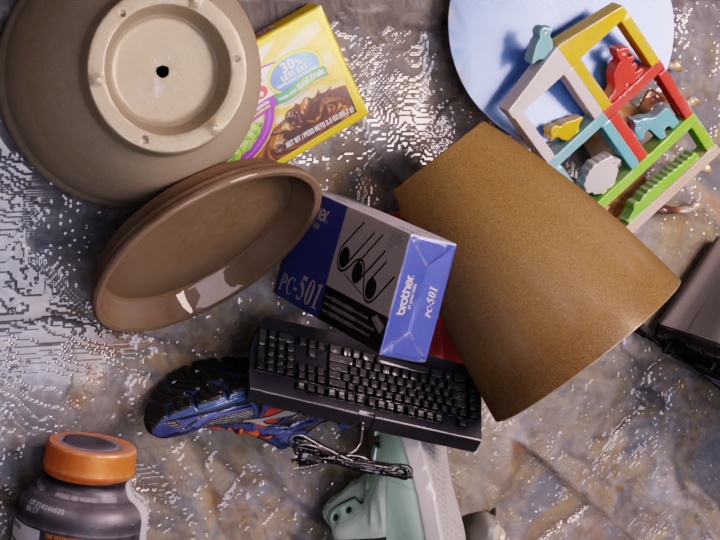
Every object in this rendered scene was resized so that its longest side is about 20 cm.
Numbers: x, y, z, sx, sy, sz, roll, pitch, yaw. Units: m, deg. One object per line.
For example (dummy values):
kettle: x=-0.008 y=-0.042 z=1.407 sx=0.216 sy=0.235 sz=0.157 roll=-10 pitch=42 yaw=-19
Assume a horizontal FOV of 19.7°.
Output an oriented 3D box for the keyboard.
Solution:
keyboard: x=0.004 y=0.109 z=1.651 sx=0.199 sy=0.021 sz=0.127 roll=13 pitch=58 yaw=-16

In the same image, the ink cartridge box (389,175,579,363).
ink cartridge box: x=0.102 y=0.016 z=1.761 sx=0.200 sy=0.050 sz=0.161 roll=-14 pitch=107 yaw=-24

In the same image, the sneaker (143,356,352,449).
sneaker: x=-0.079 y=0.112 z=1.684 sx=0.199 sy=0.075 sz=0.079 roll=-10 pitch=109 yaw=-22

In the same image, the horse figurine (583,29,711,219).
horse figurine: x=0.238 y=-0.105 z=1.794 sx=0.132 sy=0.050 sz=0.201 roll=-18 pitch=109 yaw=-22

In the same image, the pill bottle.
pill bottle: x=-0.222 y=0.230 z=1.623 sx=0.106 sy=0.106 sz=0.201 roll=5 pitch=100 yaw=-26

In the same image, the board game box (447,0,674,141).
board game box: x=0.162 y=-0.205 z=1.740 sx=0.200 sy=0.039 sz=0.158 roll=-31 pitch=99 yaw=-13

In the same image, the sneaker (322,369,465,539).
sneaker: x=0.012 y=0.159 z=1.731 sx=0.074 sy=0.118 sz=0.201 roll=9 pitch=70 yaw=-63

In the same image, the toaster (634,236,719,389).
toaster: x=0.373 y=0.068 z=1.829 sx=0.200 sy=0.181 sz=0.119 roll=36 pitch=83 yaw=-28

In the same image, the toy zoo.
toy zoo: x=0.201 y=-0.128 z=1.721 sx=0.131 sy=0.020 sz=0.200 roll=-42 pitch=119 yaw=-6

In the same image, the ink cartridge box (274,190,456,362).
ink cartridge box: x=0.000 y=0.000 z=1.621 sx=0.044 sy=0.200 sz=0.094 roll=12 pitch=97 yaw=-27

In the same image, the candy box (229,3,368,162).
candy box: x=-0.098 y=-0.122 z=1.645 sx=0.200 sy=0.026 sz=0.102 roll=-31 pitch=109 yaw=-16

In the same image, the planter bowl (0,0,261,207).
planter bowl: x=-0.157 y=-0.145 z=1.531 sx=0.200 sy=0.135 sz=0.201 roll=-1 pitch=94 yaw=-21

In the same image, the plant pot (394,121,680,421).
plant pot: x=0.123 y=-0.013 z=1.663 sx=0.186 sy=0.186 sz=0.200 roll=-38 pitch=92 yaw=-13

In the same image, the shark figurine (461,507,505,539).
shark figurine: x=0.059 y=0.274 z=1.799 sx=0.089 sy=0.128 sz=0.215 roll=20 pitch=112 yaw=-3

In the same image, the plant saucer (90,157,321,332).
plant saucer: x=-0.122 y=-0.022 z=1.593 sx=0.200 sy=0.200 sz=0.030 roll=-25 pitch=67 yaw=-18
